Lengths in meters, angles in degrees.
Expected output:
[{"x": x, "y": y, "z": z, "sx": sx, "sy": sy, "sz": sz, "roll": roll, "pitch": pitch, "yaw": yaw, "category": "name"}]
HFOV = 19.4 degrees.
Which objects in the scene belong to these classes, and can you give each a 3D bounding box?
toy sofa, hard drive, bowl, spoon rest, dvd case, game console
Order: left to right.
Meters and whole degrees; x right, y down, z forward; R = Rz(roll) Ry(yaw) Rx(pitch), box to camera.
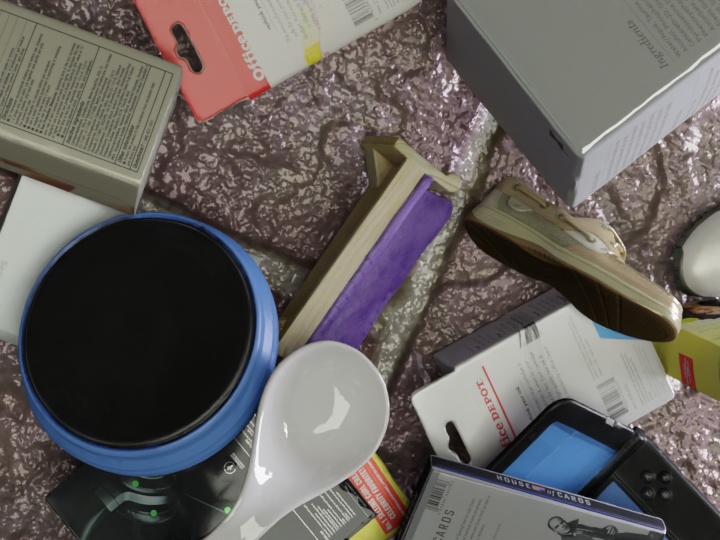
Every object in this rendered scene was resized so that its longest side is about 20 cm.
[{"x": -0.192, "y": 0.015, "z": 1.639, "sx": 0.198, "sy": 0.026, "sz": 0.133, "roll": 21, "pitch": 93, "yaw": -16, "category": "hard drive"}, {"x": -0.160, "y": 0.050, "z": 1.559, "sx": 0.198, "sy": 0.039, "sz": 0.203, "roll": -4, "pitch": 68, "yaw": 10, "category": "bowl"}, {"x": -0.057, "y": 0.141, "z": 1.522, "sx": 0.099, "sy": 0.061, "sz": 0.200, "roll": 41, "pitch": 84, "yaw": -17, "category": "spoon rest"}, {"x": 0.000, "y": 0.000, "z": 1.640, "sx": 0.097, "sy": 0.083, "sz": 0.201, "roll": 37, "pitch": 82, "yaw": -17, "category": "toy sofa"}, {"x": 0.121, "y": 0.236, "z": 1.654, "sx": 0.198, "sy": 0.025, "sz": 0.151, "roll": 17, "pitch": 113, "yaw": -12, "category": "dvd case"}, {"x": 0.163, "y": 0.221, "z": 1.674, "sx": 0.176, "sy": 0.116, "sz": 0.200, "roll": 46, "pitch": 107, "yaw": 9, "category": "game console"}]

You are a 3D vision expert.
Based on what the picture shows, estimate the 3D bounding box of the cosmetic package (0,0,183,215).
[{"x": -0.240, "y": -0.127, "z": 1.544, "sx": 0.198, "sy": 0.087, "sz": 0.104, "roll": 21, "pitch": 74, "yaw": -4, "category": "cosmetic package"}]

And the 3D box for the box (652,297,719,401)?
[{"x": 0.287, "y": 0.063, "z": 1.667, "sx": 0.075, "sy": 0.200, "sz": 0.051, "roll": -8, "pitch": 100, "yaw": -12, "category": "box"}]

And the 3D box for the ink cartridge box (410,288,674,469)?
[{"x": 0.139, "y": 0.094, "z": 1.706, "sx": 0.199, "sy": 0.067, "sz": 0.117, "roll": -28, "pitch": 104, "yaw": -8, "category": "ink cartridge box"}]

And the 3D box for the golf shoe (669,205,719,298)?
[{"x": 0.353, "y": -0.023, "z": 1.729, "sx": 0.198, "sy": 0.088, "sz": 0.078, "roll": -14, "pitch": 103, "yaw": -9, "category": "golf shoe"}]

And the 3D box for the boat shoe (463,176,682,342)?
[{"x": 0.175, "y": -0.013, "z": 1.652, "sx": 0.065, "sy": 0.199, "sz": 0.072, "roll": -49, "pitch": 148, "yaw": -18, "category": "boat shoe"}]

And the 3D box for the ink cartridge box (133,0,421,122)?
[{"x": -0.067, "y": -0.210, "z": 1.612, "sx": 0.199, "sy": 0.067, "sz": 0.117, "roll": -30, "pitch": 103, "yaw": -7, "category": "ink cartridge box"}]

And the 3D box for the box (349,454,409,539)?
[{"x": -0.057, "y": 0.222, "z": 1.681, "sx": 0.199, "sy": 0.050, "sz": 0.076, "roll": -35, "pitch": 101, "yaw": -6, "category": "box"}]

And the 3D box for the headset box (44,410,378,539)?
[{"x": -0.117, "y": 0.183, "z": 1.597, "sx": 0.200, "sy": 0.093, "sz": 0.174, "roll": -41, "pitch": 87, "yaw": -6, "category": "headset box"}]

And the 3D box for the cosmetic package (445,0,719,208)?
[{"x": 0.190, "y": -0.185, "z": 1.599, "sx": 0.199, "sy": 0.167, "sz": 0.167, "roll": -37, "pitch": 80, "yaw": -5, "category": "cosmetic package"}]
